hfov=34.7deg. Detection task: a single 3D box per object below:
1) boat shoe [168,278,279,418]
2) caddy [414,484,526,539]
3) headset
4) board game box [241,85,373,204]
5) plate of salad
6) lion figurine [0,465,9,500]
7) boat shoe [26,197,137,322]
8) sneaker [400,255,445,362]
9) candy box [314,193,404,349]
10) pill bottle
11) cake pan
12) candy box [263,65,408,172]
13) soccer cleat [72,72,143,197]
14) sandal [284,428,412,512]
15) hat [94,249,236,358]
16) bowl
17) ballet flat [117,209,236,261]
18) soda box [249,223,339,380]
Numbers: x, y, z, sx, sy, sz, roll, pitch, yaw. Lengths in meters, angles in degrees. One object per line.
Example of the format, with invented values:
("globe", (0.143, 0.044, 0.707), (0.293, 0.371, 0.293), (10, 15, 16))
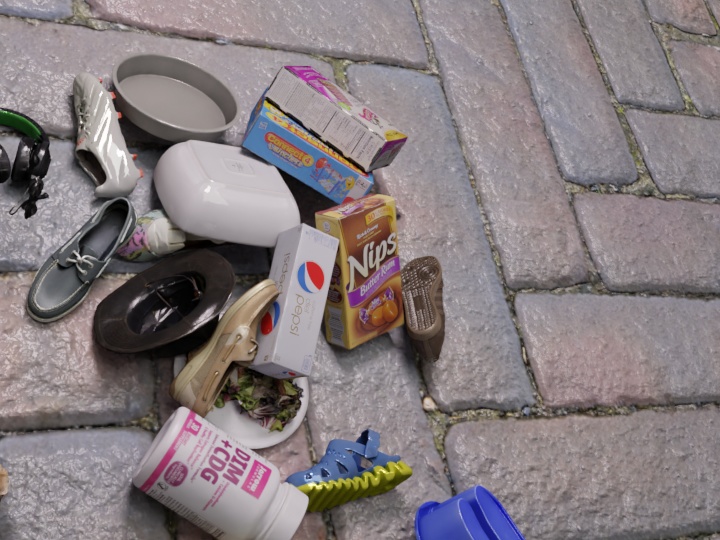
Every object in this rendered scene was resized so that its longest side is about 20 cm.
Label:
("boat shoe", (-0.164, 0.102, 1.506), (0.064, 0.071, 0.200), (37, 82, 11))
("caddy", (0.154, 0.393, 1.564), (0.200, 0.105, 0.141), (55, 27, 11))
("headset", (-0.466, -0.153, 1.534), (0.123, 0.094, 0.201), (-5, 53, -34))
("board game box", (-0.077, -0.190, 1.766), (0.199, 0.056, 0.196), (30, 18, -12))
("plate of salad", (-0.156, 0.144, 1.566), (0.199, 0.048, 0.201), (16, 53, -23))
("lion figurine", (-0.433, 0.316, 1.277), (0.122, 0.072, 0.201), (-8, 79, -46))
("boat shoe", (-0.366, -0.020, 1.509), (0.073, 0.062, 0.200), (37, 64, 2))
("sneaker", (0.097, 0.059, 1.777), (0.070, 0.076, 0.200), (-8, 35, 11))
("candy box", (0.000, 0.000, 1.675), (0.116, 0.056, 0.201), (-22, 115, -39))
("pill bottle", (-0.171, 0.268, 1.431), (0.200, 0.113, 0.114), (34, 49, -9))
("cake pan", (-0.278, -0.255, 1.722), (0.199, 0.037, 0.201), (18, 36, -14))
("candy box", (-0.035, -0.236, 1.769), (0.200, 0.061, 0.136), (37, 17, 7))
("soccer cleat", (-0.377, -0.195, 1.638), (0.077, 0.069, 0.201), (-15, 73, -35))
("sandal", (-0.026, 0.268, 1.555), (0.199, 0.079, 0.087), (-4, 59, -43))
("hat", (-0.249, 0.064, 1.530), (0.199, 0.081, 0.201), (-12, 39, 9))
("bowl", (-0.185, -0.117, 1.646), (0.199, 0.075, 0.200), (8, 30, -28))
("ballet flat", (-0.245, -0.052, 1.616), (0.199, 0.071, 0.070), (-9, 104, -38))
("soda box", (-0.090, 0.044, 1.558), (0.063, 0.068, 0.201), (24, 68, -30))
